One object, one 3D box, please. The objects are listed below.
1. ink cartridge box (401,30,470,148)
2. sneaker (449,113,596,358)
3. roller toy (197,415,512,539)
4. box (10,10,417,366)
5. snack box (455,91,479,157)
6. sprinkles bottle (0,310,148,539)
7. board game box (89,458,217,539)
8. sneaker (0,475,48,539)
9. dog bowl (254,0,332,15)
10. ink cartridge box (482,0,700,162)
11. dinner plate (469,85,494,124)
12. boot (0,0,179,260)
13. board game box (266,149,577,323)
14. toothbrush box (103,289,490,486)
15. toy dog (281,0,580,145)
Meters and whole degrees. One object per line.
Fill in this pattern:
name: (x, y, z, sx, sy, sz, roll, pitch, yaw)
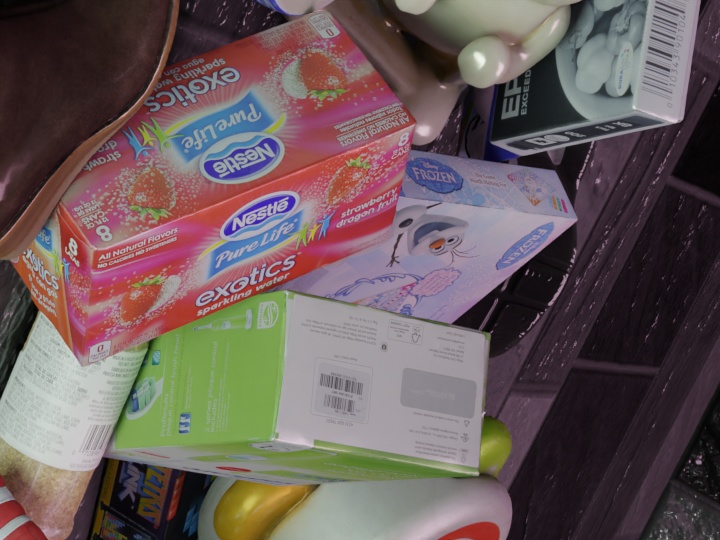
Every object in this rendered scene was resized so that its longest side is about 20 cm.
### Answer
ink cartridge box: (-0.005, -0.084, 1.780, 0.200, 0.047, 0.160, -41, 175, -15)
sneaker: (0.100, -0.039, 1.857, 0.115, 0.075, 0.201, -168, -81, -77)
roller toy: (-0.009, 0.160, 1.805, 0.200, 0.140, 0.183, -28, 154, -26)
box: (-0.081, -0.045, 1.453, 0.199, 0.096, 0.100, -22, 148, -27)
snack box: (0.118, -0.181, 1.933, 0.142, 0.053, 0.201, -77, -177, -57)
sprinkles bottle: (-0.158, 0.052, 1.552, 0.201, 0.068, 0.068, -66, 162, 15)
board game box: (-0.094, 0.105, 1.840, 0.200, 0.057, 0.166, -42, 155, -49)
sneaker: (-0.252, 0.187, 1.521, 0.200, 0.113, 0.071, -34, 172, 16)
dog bowl: (-0.027, -0.238, 1.460, 0.200, 0.079, 0.200, -52, 161, -27)
ink cartridge box: (0.130, -0.171, 1.656, 0.200, 0.043, 0.199, -11, -114, 57)
dinner plate: (0.095, -0.196, 1.828, 0.200, 0.024, 0.201, -171, -90, -78)
boot: (-0.161, -0.102, 1.299, 0.201, 0.072, 0.166, -65, 160, -5)
board game box: (0.000, 0.000, 1.715, 0.199, 0.043, 0.200, 7, 142, -47)
toothbrush box: (-0.045, 0.070, 1.575, 0.145, 0.200, 0.086, 13, 79, -36)
toy dog: (0.083, -0.182, 1.590, 0.194, 0.140, 0.200, -42, -168, -34)
